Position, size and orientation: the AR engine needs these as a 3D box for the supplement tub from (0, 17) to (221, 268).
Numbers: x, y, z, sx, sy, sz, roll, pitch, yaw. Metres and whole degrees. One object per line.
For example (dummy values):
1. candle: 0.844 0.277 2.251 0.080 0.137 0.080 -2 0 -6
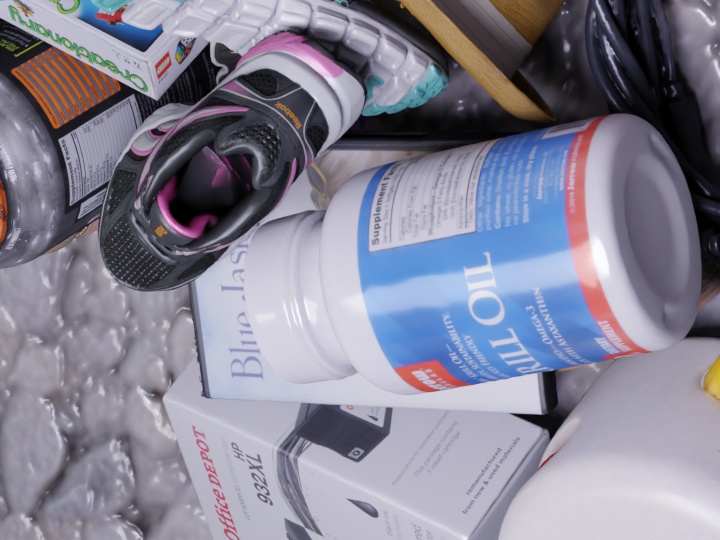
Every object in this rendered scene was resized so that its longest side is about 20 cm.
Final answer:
1. supplement tub: -0.172 -0.079 1.588 0.122 0.200 0.123 20 126 30

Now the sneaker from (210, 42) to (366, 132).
1. sneaker: -0.016 -0.054 1.554 0.080 0.083 0.201 -2 106 27

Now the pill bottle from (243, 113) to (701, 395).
1. pill bottle: 0.050 -0.001 1.404 0.199 0.112 0.113 -12 107 29

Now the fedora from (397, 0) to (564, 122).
1. fedora: 0.044 -0.160 1.425 0.082 0.201 0.201 -43 83 6

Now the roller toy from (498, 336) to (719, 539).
1. roller toy: 0.170 0.130 1.474 0.182 0.140 0.201 -6 121 35

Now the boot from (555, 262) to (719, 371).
1. boot: 0.091 -0.004 1.508 0.200 0.075 0.097 -15 108 45

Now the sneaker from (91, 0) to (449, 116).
1. sneaker: -0.037 -0.145 1.452 0.200 0.092 0.078 25 148 -26

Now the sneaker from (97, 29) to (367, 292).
1. sneaker: -0.083 -0.041 1.447 0.080 0.086 0.200 41 139 -2

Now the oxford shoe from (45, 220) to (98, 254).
1. oxford shoe: -0.232 -0.090 1.719 0.200 0.074 0.071 44 134 10

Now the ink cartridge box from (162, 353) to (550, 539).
1. ink cartridge box: 0.005 0.118 1.612 0.199 0.084 0.145 23 150 27

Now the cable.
1. cable: 0.171 -0.092 1.384 0.163 0.051 0.201 17 118 53

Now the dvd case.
1. dvd case: 0.000 0.000 1.505 0.199 0.018 0.143 1 108 27

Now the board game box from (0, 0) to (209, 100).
1. board game box: -0.148 -0.181 1.561 0.200 0.126 0.035 29 153 24
